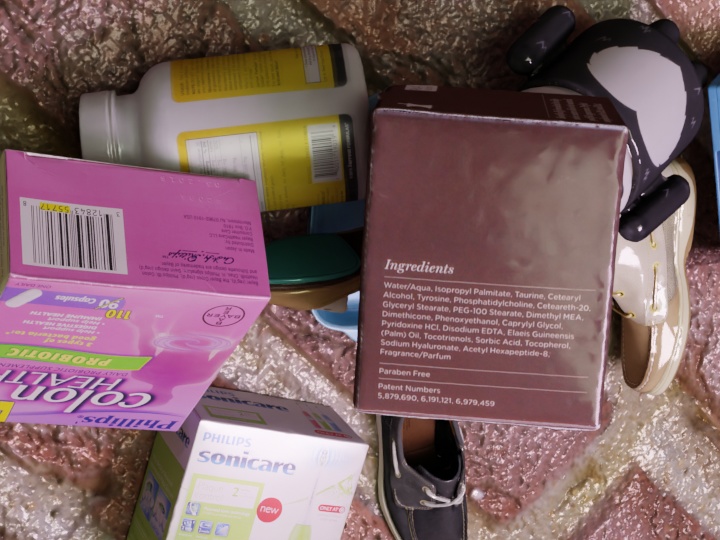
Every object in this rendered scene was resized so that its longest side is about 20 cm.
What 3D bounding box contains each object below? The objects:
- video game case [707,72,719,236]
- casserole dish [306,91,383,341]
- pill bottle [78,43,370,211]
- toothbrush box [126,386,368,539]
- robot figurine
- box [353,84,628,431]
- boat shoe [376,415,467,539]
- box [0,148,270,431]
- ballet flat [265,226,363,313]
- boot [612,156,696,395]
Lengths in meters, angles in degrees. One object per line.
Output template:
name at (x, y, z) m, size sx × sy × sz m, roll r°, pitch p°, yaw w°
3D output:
video game case at (0.323, -0.080, 1.361) m, size 0.143 × 0.018 × 0.201 m, roll -40°, pitch 127°, yaw -51°
casserole dish at (0.012, -0.043, 1.279) m, size 0.120 × 0.039 × 0.201 m, roll -3°, pitch 108°, yaw -21°
pill bottle at (-0.093, -0.095, 1.162) m, size 0.198 × 0.112 × 0.113 m, roll -6°, pitch 111°, yaw -3°
toothbrush box at (-0.098, 0.203, 1.291) m, size 0.145 × 0.086 × 0.201 m, roll 12°, pitch 101°, yaw -26°
robot figurine at (0.185, -0.114, 1.257) m, size 0.200 × 0.150 × 0.125 m, roll -42°, pitch 151°, yaw -35°
box at (0.086, -0.014, 1.109) m, size 0.163 × 0.166 × 0.202 m, roll 5°, pitch 103°, yaw 4°
boat shoe at (0.055, 0.171, 1.356) m, size 0.071 × 0.068 × 0.201 m, roll -18°, pitch 115°, yaw -18°
box at (-0.181, 0.021, 1.128) m, size 0.175 × 0.097 × 0.200 m, roll 6°, pitch 147°, yaw -25°
ballet flat at (0.000, 0.000, 1.233) m, size 0.199 × 0.069 × 0.063 m, roll -17°, pitch 127°, yaw -15°
boot at (0.194, 0.007, 1.353) m, size 0.154 × 0.072 × 0.202 m, roll -2°, pitch 102°, yaw -23°
